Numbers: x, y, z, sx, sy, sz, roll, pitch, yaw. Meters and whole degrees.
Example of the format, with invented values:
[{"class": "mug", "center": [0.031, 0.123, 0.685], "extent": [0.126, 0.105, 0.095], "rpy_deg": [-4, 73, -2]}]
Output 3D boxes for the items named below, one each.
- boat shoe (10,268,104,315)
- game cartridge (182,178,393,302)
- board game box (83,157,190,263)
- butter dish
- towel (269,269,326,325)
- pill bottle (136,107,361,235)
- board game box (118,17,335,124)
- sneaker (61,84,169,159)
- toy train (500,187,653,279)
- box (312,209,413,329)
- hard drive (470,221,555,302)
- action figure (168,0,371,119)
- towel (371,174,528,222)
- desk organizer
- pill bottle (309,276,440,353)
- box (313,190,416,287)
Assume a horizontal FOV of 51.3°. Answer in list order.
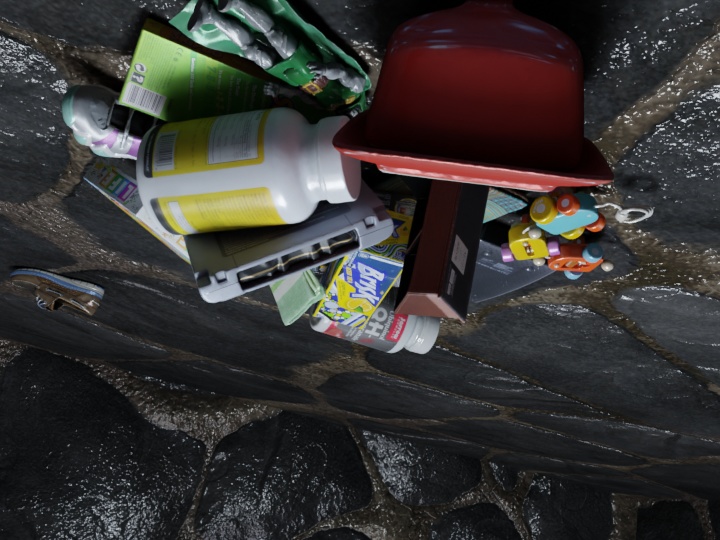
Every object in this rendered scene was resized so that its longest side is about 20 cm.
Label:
[{"class": "boat shoe", "center": [-0.661, 0.048, 1.611], "extent": [0.200, 0.073, 0.072], "rpy_deg": [12, 160, 0]}, {"class": "game cartridge", "center": [-0.080, -0.043, 0.772], "extent": [0.200, 0.133, 0.041], "rpy_deg": [-20, 128, -9]}, {"class": "board game box", "center": [-0.242, -0.053, 0.951], "extent": [0.134, 0.034, 0.200], "rpy_deg": [30, 168, 39]}, {"class": "butter dish", "center": [0.092, -0.152, 0.571], "extent": [0.200, 0.148, 0.199], "rpy_deg": [8, -160, 7]}, {"class": "towel", "center": [-0.101, -0.044, 0.906], "extent": [0.023, 0.200, 0.153], "rpy_deg": [-17, 171, -24]}, {"class": "pill bottle", "center": [-0.105, -0.098, 0.730], "extent": [0.200, 0.112, 0.112], "rpy_deg": [-4, 156, 14]}, {"class": "board game box", "center": [-0.132, -0.170, 0.755], "extent": [0.200, 0.030, 0.096], "rpy_deg": [21, 137, -18]}, {"class": "sneaker", "center": [-0.210, -0.156, 0.824], "extent": [0.140, 0.078, 0.200], "rpy_deg": [-4, 164, 33]}, {"class": "toy train", "center": [0.247, -0.051, 0.877], "extent": [0.150, 0.056, 0.200], "rpy_deg": [2, 158, -5]}, {"class": "box", "center": [0.000, 0.000, 0.903], "extent": [0.070, 0.064, 0.200], "rpy_deg": [16, 152, -8]}, {"class": "hard drive", "center": [0.165, -0.009, 1.041], "extent": [0.135, 0.042, 0.200], "rpy_deg": [19, 158, -18]}, {"class": "action figure", "center": [-0.058, -0.188, 0.678], "extent": [0.118, 0.055, 0.200], "rpy_deg": [-11, 154, 42]}, {"class": "towel", "center": [0.086, -0.079, 0.918], "extent": [0.146, 0.022, 0.200], "rpy_deg": [19, 160, -26]}, {"class": "desk organizer", "center": [0.074, -0.057, 0.736], "extent": [0.077, 0.200, 0.072], "rpy_deg": [3, 159, 29]}, {"class": "pill bottle", "center": [0.026, 0.072, 1.240], "extent": [0.200, 0.111, 0.111], "rpy_deg": [18, 159, -18]}, {"class": "box", "center": [0.019, -0.038, 0.940], "extent": [0.200, 0.044, 0.160], "rpy_deg": [9, 152, 2]}]
